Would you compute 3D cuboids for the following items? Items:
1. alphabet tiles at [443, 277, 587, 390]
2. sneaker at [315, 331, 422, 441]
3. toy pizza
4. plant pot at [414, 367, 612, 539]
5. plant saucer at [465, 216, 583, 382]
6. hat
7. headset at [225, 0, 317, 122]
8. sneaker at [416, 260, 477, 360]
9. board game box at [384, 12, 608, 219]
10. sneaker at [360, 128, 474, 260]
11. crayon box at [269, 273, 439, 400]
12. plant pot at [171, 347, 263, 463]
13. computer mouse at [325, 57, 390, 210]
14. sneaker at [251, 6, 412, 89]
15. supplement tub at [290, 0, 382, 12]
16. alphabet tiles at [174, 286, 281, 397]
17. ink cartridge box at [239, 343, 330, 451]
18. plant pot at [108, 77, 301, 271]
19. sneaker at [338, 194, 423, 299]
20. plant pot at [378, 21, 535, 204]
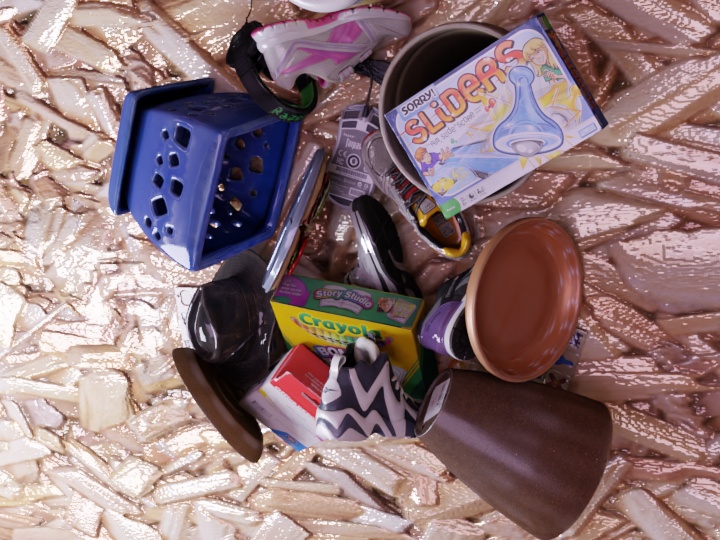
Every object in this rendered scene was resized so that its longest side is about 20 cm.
[{"bbox_3d":[0.191,0.088,1.390,0.199,0.006,0.167,22,115,16],"label":"alphabet tiles"},{"bbox_3d":[0.031,0.143,1.336,0.079,0.198,0.131,9,95,54],"label":"sneaker"},{"bbox_3d":[-0.077,-0.062,1.358,0.032,0.200,0.201,22,117,-7],"label":"toy pizza"},{"bbox_3d":[0.175,0.204,1.301,0.199,0.187,0.187,28,118,-10],"label":"plant pot"},{"bbox_3d":[0.194,0.034,1.277,0.037,0.199,0.201,13,115,49],"label":"plant saucer"},{"bbox_3d":[-0.195,0.067,1.462,0.200,0.081,0.202,0,90,53],"label":"hat"},{"bbox_3d":[-0.110,-0.286,1.337,0.094,0.123,0.201,-35,69,32],"label":"headset"},{"bbox_3d":[0.139,0.016,1.309,0.087,0.200,0.076,12,146,49],"label":"sneaker"},{"bbox_3d":[0.141,-0.160,1.116,0.199,0.034,0.136,-30,93,29],"label":"board game box"},{"bbox_3d":[0.078,-0.097,1.318,0.078,0.082,0.200,-41,97,6],"label":"sneaker"},{"bbox_3d":[-0.005,0.093,1.403,0.199,0.058,0.173,10,144,21],"label":"crayon box"},{"bbox_3d":[-0.196,0.184,1.493,0.027,0.200,0.200,-37,90,1],"label":"plant pot"},{"bbox_3d":[0.002,-0.178,1.365,0.109,0.044,0.201,19,109,10],"label":"computer mouse"},{"bbox_3d":[-0.030,-0.273,1.292,0.199,0.081,0.089,-13,105,-9],"label":"sneaker"},{"bbox_3d":[-0.012,-0.379,1.212,0.145,0.200,0.146,8,110,21],"label":"supplement tub"},{"bbox_3d":[-0.192,0.122,1.570,0.166,0.008,0.201,1,108,23],"label":"alphabet tiles"},{"bbox_3d":[-0.077,0.173,1.439,0.116,0.067,0.200,40,150,-8],"label":"ink cartridge box"},{"bbox_3d":[-0.213,-0.142,1.387,0.179,0.200,0.201,26,117,20],"label":"plant pot"},{"bbox_3d":[0.000,0.000,1.392,0.115,0.076,0.201,-10,117,27],"label":"sneaker"},{"bbox_3d":[0.142,-0.194,1.222,0.199,0.173,0.201,7,111,21],"label":"plant pot"}]
